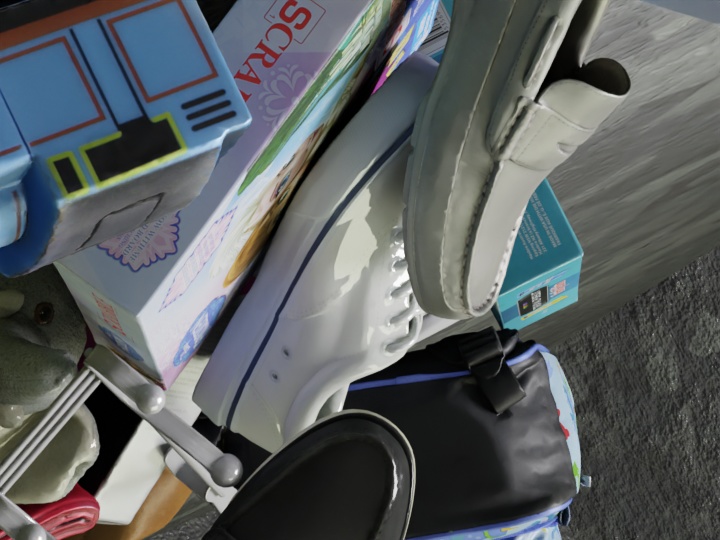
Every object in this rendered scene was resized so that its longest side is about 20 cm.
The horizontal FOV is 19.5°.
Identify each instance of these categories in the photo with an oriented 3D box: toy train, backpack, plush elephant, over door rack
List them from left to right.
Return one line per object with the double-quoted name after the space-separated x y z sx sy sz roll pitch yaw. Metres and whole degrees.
-0.133 -0.045 0.589 0.199 0.115 0.087 -23 170 -29 "toy train"
-0.176 0.040 0.848 0.154 0.166 0.200 -14 -163 -7 "plush elephant"
-0.112 0.122 0.846 0.148 0.067 0.200 -49 163 -10 "over door rack"
0.027 0.113 1.069 0.182 0.148 0.200 -13 177 9 "backpack"

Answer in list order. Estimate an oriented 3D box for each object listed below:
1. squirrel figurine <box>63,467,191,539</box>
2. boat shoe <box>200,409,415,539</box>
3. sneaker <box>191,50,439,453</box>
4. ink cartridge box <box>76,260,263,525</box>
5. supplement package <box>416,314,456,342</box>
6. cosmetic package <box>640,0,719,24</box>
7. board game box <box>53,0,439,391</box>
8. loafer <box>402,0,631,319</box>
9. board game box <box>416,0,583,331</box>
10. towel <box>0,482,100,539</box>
-0.115 0.083 1.392 0.199 0.142 0.186 -29 178 32 "squirrel figurine"
-0.047 0.142 0.820 0.202 0.074 0.063 -51 176 0 "boat shoe"
0.000 0.000 0.863 0.200 0.071 0.073 -61 174 37 "sneaker"
-0.089 0.010 0.954 0.037 0.095 0.200 15 117 -44 "ink cartridge box"
-0.023 -0.009 1.142 0.119 0.122 0.200 -28 171 12 "supplement package"
0.195 -0.152 0.872 0.150 0.052 0.200 -23 -160 -11 "cosmetic package"
-0.036 -0.056 0.802 0.200 0.041 0.200 -54 176 -9 "board game box"
0.063 -0.068 0.771 0.070 0.069 0.201 -42 148 -58 "loafer"
0.054 -0.052 1.016 0.047 0.152 0.200 -26 172 2 "board game box"
-0.228 0.086 0.956 0.144 0.200 0.023 -21 130 -33 "towel"
